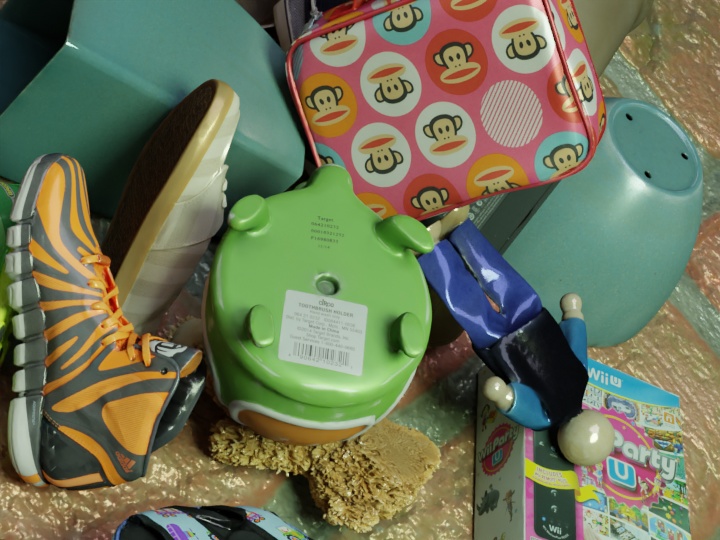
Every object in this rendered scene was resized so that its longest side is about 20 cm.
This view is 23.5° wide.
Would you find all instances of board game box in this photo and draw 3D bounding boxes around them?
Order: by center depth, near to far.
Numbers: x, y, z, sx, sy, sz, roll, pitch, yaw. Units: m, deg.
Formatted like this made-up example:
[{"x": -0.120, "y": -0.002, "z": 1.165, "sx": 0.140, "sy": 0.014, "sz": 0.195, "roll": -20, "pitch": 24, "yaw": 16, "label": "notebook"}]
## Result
[{"x": 0.158, "y": 0.160, "z": 1.234, "sx": 0.147, "sy": 0.064, "sz": 0.201, "roll": 22, "pitch": 46, "yaw": -21, "label": "board game box"}]

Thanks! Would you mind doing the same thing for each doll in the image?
[{"x": 0.112, "y": 0.047, "z": 1.193, "sx": 0.200, "sy": 0.048, "sz": 0.136, "roll": 54, "pitch": 43, "yaw": 2, "label": "doll"}]

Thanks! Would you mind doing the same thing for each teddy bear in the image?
[{"x": -0.043, "y": 0.091, "z": 1.148, "sx": 0.199, "sy": 0.067, "sz": 0.145, "roll": 33, "pitch": 35, "yaw": -2, "label": "teddy bear"}]

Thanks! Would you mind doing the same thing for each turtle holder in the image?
[{"x": -0.039, "y": 0.021, "z": 1.061, "sx": 0.140, "sy": 0.132, "sz": 0.186, "roll": -14, "pitch": 60, "yaw": -26, "label": "turtle holder"}]

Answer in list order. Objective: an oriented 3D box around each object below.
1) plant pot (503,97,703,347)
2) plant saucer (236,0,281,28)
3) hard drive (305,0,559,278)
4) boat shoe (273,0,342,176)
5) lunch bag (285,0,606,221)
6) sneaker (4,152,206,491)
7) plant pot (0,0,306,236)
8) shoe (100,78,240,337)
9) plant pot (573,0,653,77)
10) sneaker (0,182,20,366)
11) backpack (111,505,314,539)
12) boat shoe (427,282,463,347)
[{"x": 0.194, "y": -0.059, "z": 1.376, "sx": 0.199, "sy": 0.135, "sz": 0.201, "roll": 20, "pitch": 49, "yaw": -24, "label": "plant pot"}, {"x": -0.129, "y": -0.262, "z": 1.370, "sx": 0.199, "sy": 0.032, "sz": 0.201, "roll": 20, "pitch": 49, "yaw": -24, "label": "plant saucer"}, {"x": 0.044, "y": -0.100, "z": 1.242, "sx": 0.200, "sy": 0.140, "sz": 0.033, "roll": 37, "pitch": 28, "yaw": -1, "label": "hard drive"}, {"x": -0.003, "y": -0.142, "z": 1.305, "sx": 0.074, "sy": 0.093, "sz": 0.201, "roll": -6, "pitch": 74, "yaw": -43, "label": "boat shoe"}, {"x": 0.052, "y": -0.131, "z": 1.162, "sx": 0.177, "sy": 0.199, "sz": 0.082, "roll": 69, "pitch": 23, "yaw": -15, "label": "lunch bag"}, {"x": -0.146, "y": 0.029, "z": 1.029, "sx": 0.078, "sy": 0.111, "sz": 0.201, "roll": 0, "pitch": 88, "yaw": -74, "label": "sneaker"}, {"x": -0.141, "y": -0.118, "z": 1.180, "sx": 0.199, "sy": 0.141, "sz": 0.142, "roll": 27, "pitch": 45, "yaw": -28, "label": "plant pot"}, {"x": -0.123, "y": -0.028, "z": 1.091, "sx": 0.053, "sy": 0.201, "sz": 0.070, "roll": 23, "pitch": 17, "yaw": -28, "label": "shoe"}, {"x": 0.117, "y": -0.188, "z": 1.315, "sx": 0.199, "sy": 0.200, "sz": 0.174, "roll": 27, "pitch": 65, "yaw": -17, "label": "plant pot"}, {"x": -0.249, "y": 0.021, "z": 1.046, "sx": 0.083, "sy": 0.074, "sz": 0.201, "roll": 17, "pitch": 44, "yaw": -2, "label": "sneaker"}, {"x": -0.061, "y": 0.225, "z": 0.966, "sx": 0.182, "sy": 0.135, "sz": 0.200, "roll": 2, "pitch": 32, "yaw": -49, "label": "backpack"}, {"x": -0.002, "y": 0.002, "z": 1.227, "sx": 0.200, "sy": 0.073, "sz": 0.063, "roll": 14, "pitch": 16, "yaw": -37, "label": "boat shoe"}]
